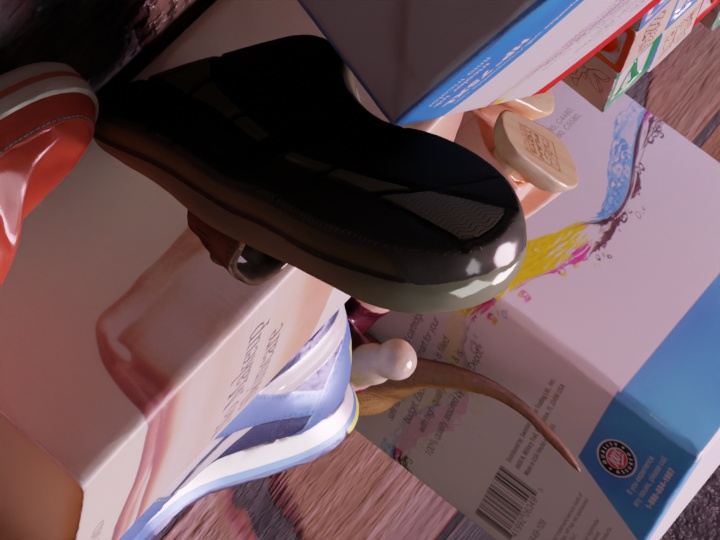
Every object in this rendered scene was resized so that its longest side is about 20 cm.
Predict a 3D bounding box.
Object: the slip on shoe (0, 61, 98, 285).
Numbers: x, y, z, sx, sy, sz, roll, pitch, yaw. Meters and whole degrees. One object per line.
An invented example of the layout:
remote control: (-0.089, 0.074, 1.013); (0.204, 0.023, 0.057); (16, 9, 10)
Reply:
slip on shoe: (-0.131, 0.025, 0.846); (0.200, 0.061, 0.074); (-55, 169, -25)

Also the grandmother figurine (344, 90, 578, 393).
grandmother figurine: (0.000, 0.000, 1.221); (0.200, 0.060, 0.122); (-39, -143, 28)

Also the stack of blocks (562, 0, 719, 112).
stack of blocks: (0.142, -0.153, 1.206); (0.200, 0.059, 0.115); (-44, 165, -28)

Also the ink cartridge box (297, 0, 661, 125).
ink cartridge box: (0.030, -0.113, 0.906); (0.067, 0.116, 0.200); (-39, 173, 18)

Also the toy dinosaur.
toy dinosaur: (0.001, 0.044, 1.320); (0.199, 0.106, 0.061); (-12, -140, 44)

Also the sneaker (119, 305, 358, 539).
sneaker: (-0.081, 0.048, 1.112); (0.200, 0.074, 0.083); (-29, 138, -40)

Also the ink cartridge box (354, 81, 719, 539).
ink cartridge box: (0.086, 0.018, 1.367); (0.146, 0.200, 0.147); (-46, 168, -36)

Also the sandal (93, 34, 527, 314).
sandal: (-0.021, -0.019, 0.875); (0.079, 0.201, 0.058); (-18, 118, -20)

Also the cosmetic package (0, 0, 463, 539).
cosmetic package: (-0.063, 0.000, 0.990); (0.200, 0.087, 0.103); (-46, 169, -28)
